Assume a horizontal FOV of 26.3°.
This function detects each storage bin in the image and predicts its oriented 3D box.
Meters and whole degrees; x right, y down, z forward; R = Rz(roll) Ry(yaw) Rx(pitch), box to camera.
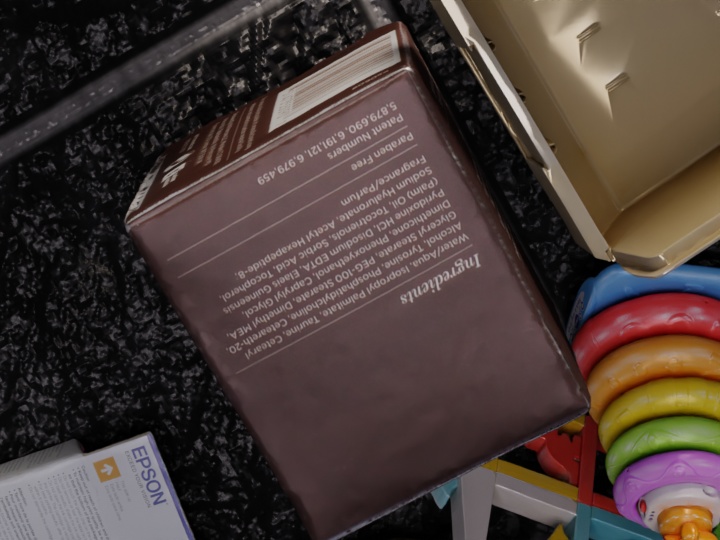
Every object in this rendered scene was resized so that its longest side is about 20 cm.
[{"bbox_3d":[0.153,-0.133,0.749,0.198,0.094,0.201,-34,106,0],"label":"storage bin"}]

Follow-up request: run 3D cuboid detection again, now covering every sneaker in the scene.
[{"bbox_3d":[0.153,-0.111,0.847,0.115,0.081,0.200,-39,109,6],"label":"sneaker"}]

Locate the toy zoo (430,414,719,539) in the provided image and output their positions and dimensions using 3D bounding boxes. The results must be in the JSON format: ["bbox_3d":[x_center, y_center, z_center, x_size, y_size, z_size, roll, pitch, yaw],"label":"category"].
[{"bbox_3d":[0.129,0.140,0.893,0.199,0.132,0.021,21,136,-6],"label":"toy zoo"}]

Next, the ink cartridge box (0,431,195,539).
[{"bbox_3d":[-0.184,0.211,0.958,0.198,0.043,0.198,-19,105,3],"label":"ink cartridge box"}]

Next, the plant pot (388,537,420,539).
[{"bbox_3d":[0.033,0.238,0.906,0.200,0.200,0.135,-48,66,13],"label":"plant pot"}]

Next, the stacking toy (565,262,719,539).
[{"bbox_3d":[0.172,0.102,0.836,0.109,0.201,0.116,4,142,-3],"label":"stacking toy"}]

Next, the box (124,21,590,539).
[{"bbox_3d":[0.000,0.000,0.828,0.163,0.166,0.201,-28,104,7],"label":"box"}]
